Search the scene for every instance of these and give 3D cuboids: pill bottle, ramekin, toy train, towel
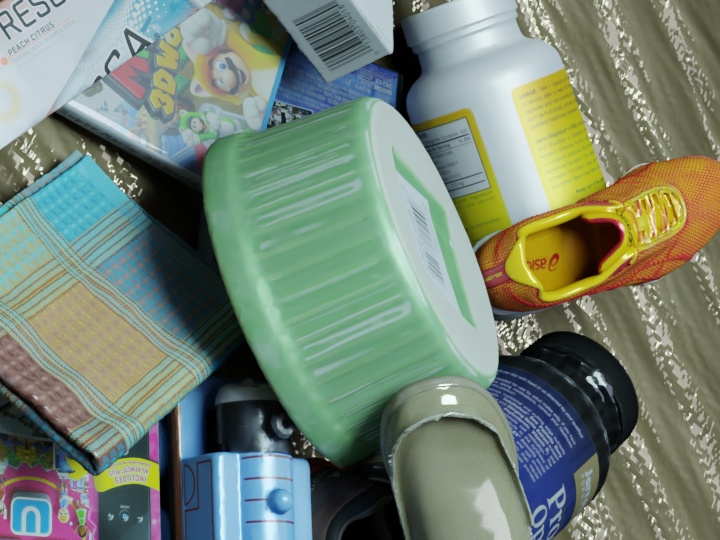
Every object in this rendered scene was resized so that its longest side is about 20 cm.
[{"bbox_3d":[0.093,-0.076,1.702,0.104,0.104,0.200,-24,96,-43],"label":"pill bottle"},{"bbox_3d":[0.000,0.000,1.516,0.200,0.098,0.200,59,16,-29],"label":"ramekin"},{"bbox_3d":[-0.074,0.150,1.488,0.087,0.114,0.200,10,73,-41],"label":"toy train"},{"bbox_3d":[0.081,0.121,1.637,0.200,0.112,0.112,-38,105,-40],"label":"pill bottle"},{"bbox_3d":[-0.145,0.018,1.445,0.147,0.022,0.200,41,31,3],"label":"towel"}]

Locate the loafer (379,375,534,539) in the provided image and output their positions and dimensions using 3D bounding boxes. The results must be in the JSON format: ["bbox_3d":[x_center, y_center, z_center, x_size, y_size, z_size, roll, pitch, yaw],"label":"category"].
[{"bbox_3d":[0.062,0.145,1.482,0.068,0.076,0.200,-111,-177,-56],"label":"loafer"}]

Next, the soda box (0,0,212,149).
[{"bbox_3d":[-0.176,-0.123,1.473,0.200,0.064,0.068,-40,103,-34],"label":"soda box"}]

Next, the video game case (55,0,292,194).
[{"bbox_3d":[-0.133,-0.142,1.561,0.200,0.018,0.143,29,62,-27],"label":"video game case"}]

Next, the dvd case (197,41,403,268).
[{"bbox_3d":[-0.036,-0.047,1.638,0.143,0.018,0.200,19,67,-38],"label":"dvd case"}]

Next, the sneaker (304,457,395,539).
[{"bbox_3d":[-0.001,0.208,1.543,0.077,0.082,0.200,-30,117,-43],"label":"sneaker"}]

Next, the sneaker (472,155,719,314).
[{"bbox_3d":[0.159,-0.019,1.628,0.200,0.077,0.073,-25,95,-32],"label":"sneaker"}]

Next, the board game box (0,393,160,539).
[{"bbox_3d":[-0.180,0.126,1.435,0.148,0.064,0.200,9,74,-39],"label":"board game box"}]

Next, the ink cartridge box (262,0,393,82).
[{"bbox_3d":[-0.028,-0.219,1.639,0.109,0.050,0.200,52,24,-35],"label":"ink cartridge box"}]
